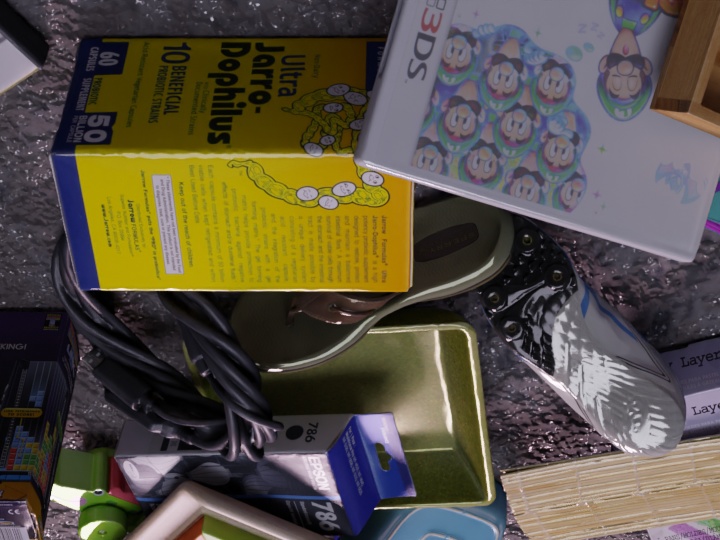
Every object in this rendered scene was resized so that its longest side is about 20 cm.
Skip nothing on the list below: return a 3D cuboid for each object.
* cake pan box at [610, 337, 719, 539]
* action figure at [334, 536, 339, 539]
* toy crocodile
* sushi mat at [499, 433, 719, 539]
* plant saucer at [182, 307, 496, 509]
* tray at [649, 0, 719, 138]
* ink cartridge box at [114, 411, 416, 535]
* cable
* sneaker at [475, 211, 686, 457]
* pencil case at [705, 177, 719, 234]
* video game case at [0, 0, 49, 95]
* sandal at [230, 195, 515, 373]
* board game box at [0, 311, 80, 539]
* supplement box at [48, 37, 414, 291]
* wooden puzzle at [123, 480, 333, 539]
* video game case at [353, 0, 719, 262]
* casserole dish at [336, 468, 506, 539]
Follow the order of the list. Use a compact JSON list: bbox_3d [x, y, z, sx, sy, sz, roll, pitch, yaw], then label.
[{"bbox_3d":[0.283,0.124,1.063,0.200,0.052,0.184,-14,130,15],"label":"cake pan box"},{"bbox_3d":[-0.005,0.262,1.206,0.065,0.052,0.200,-22,132,14],"label":"action figure"},{"bbox_3d":[-0.162,0.185,1.119,0.200,0.068,0.062,33,126,-29],"label":"toy crocodile"},{"bbox_3d":[0.208,0.159,1.056,0.200,0.012,0.096,-12,134,15],"label":"sushi mat"},{"bbox_3d":[-0.009,0.095,1.037,0.199,0.048,0.200,-3,134,8],"label":"plant saucer"},{"bbox_3d":[0.256,-0.104,0.793,0.200,0.037,0.099,17,91,-30],"label":"tray"},{"bbox_3d":[-0.066,0.147,1.030,0.200,0.039,0.100,-5,133,14],"label":"ink cartridge box"},{"bbox_3d":[-0.121,0.045,0.934,0.200,0.051,0.163,29,136,34],"label":"cable"},{"bbox_3d":[0.142,0.042,0.962,0.072,0.072,0.200,-39,100,12],"label":"sneaker"},{"bbox_3d":[0.235,-0.048,0.870,0.200,0.093,0.085,22,175,-17],"label":"pencil case"},{"bbox_3d":[-0.314,-0.146,0.831,0.181,0.026,0.200,-27,128,25],"label":"video game case"},{"bbox_3d":[0.000,-0.001,0.923,0.201,0.080,0.057,-26,158,14],"label":"sandal"},{"bbox_3d":[-0.302,0.103,0.974,0.199,0.166,0.057,0,136,1],"label":"board game box"},{"bbox_3d":[-0.068,-0.063,0.849,0.199,0.109,0.110,0,134,1],"label":"supplement box"},{"bbox_3d":[-0.090,0.236,1.078,0.185,0.037,0.200,26,139,-21],"label":"wooden puzzle"},{"bbox_3d":[0.115,-0.117,0.776,0.200,0.024,0.182,16,92,-14],"label":"video game case"},{"bbox_3d":[0.040,0.234,1.143,0.121,0.039,0.200,21,115,-25],"label":"casserole dish"}]
